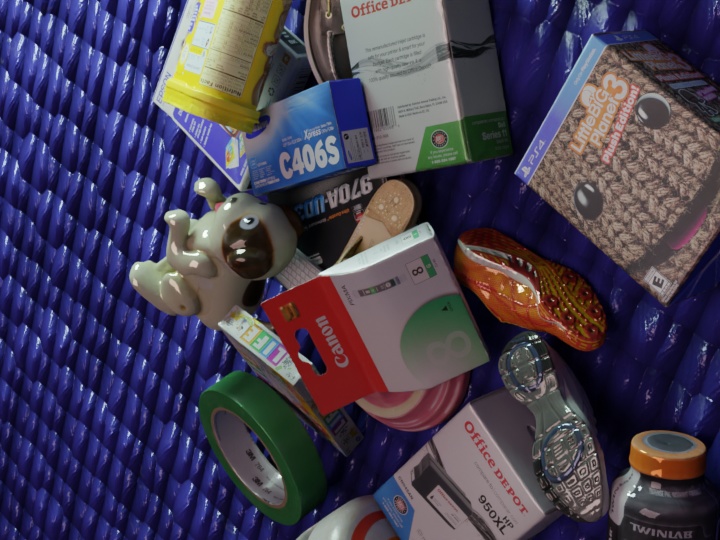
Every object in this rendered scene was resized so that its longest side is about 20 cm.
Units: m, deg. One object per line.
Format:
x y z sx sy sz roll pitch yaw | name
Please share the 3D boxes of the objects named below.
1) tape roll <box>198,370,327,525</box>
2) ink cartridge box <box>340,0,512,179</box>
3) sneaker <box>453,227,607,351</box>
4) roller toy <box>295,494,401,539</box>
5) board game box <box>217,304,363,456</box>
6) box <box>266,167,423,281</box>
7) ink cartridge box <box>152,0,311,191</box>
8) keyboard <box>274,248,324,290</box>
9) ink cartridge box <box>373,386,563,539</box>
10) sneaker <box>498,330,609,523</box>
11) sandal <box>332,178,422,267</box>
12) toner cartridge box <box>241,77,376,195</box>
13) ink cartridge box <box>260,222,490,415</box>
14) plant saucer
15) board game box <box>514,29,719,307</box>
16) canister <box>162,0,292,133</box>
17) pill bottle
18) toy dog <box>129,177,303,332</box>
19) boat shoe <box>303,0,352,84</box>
-0.124 0.224 1.567 0.200 0.048 0.201 36 145 30 | tape roll
0.068 -0.207 1.310 0.146 0.083 0.202 -4 97 44 | ink cartridge box
0.176 0.028 1.287 0.200 0.073 0.078 39 140 38 | sneaker
0.007 0.364 1.434 0.140 0.199 0.184 -41 59 41 | roller toy
-0.080 0.133 1.475 0.134 0.034 0.200 35 165 34 | board game box
-0.025 -0.088 1.451 0.199 0.046 0.160 -18 87 45 | box
-0.161 -0.237 1.546 0.200 0.043 0.199 44 125 25 | ink cartridge box
-0.071 0.007 1.477 0.200 0.011 0.057 39 126 34 | keyboard
0.126 0.243 1.360 0.145 0.084 0.200 55 130 19 | ink cartridge box
0.208 0.154 1.237 0.074 0.087 0.201 -33 57 30 | sneaker
-0.004 -0.003 1.358 0.077 0.069 0.213 34 113 24 | sandal
-0.063 -0.146 1.388 0.199 0.043 0.096 -11 89 56 | toner cartridge box
0.017 0.063 1.319 0.162 0.199 0.050 63 -177 -24 | ink cartridge box
0.036 0.090 1.433 0.199 0.051 0.203 11 107 40 | plant saucer
0.269 -0.097 1.138 0.200 0.096 0.160 45 126 26 | board game box
-0.144 -0.270 1.416 0.148 0.086 0.202 30 102 60 | canister
0.289 0.258 1.196 0.106 0.106 0.202 13 109 41 | pill bottle
-0.153 -0.012 1.457 0.194 0.139 0.200 53 140 2 | toy dog
-0.020 -0.295 1.381 0.060 0.072 0.204 3 98 47 | boat shoe
